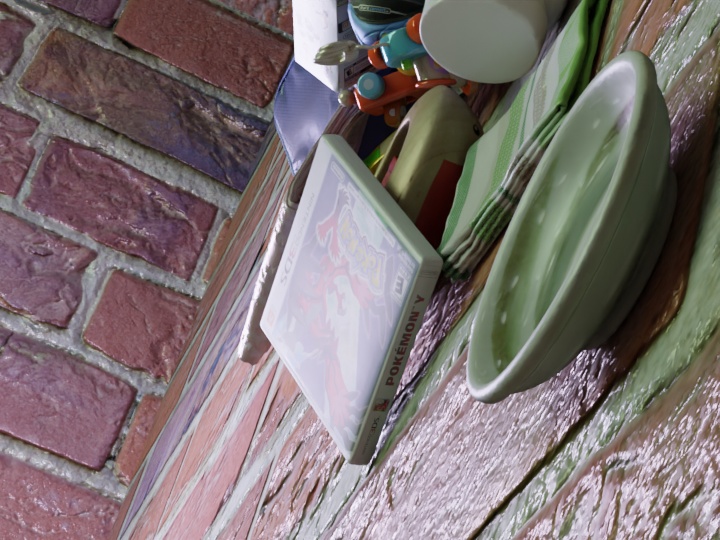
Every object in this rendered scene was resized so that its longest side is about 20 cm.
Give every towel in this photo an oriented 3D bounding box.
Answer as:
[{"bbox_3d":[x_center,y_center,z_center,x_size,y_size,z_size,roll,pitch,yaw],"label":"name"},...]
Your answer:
[{"bbox_3d":[-0.048,-0.039,1.757,0.191,0.032,0.200,-61,-8,-47],"label":"towel"},{"bbox_3d":[0.114,-0.100,1.401,0.200,0.031,0.149,123,168,-47],"label":"towel"}]

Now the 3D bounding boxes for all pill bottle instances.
[{"bbox_3d":[0.116,-0.251,1.533,0.113,0.113,0.200,125,167,-55],"label":"pill bottle"}]

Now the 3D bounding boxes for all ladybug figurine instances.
[{"bbox_3d":[0.043,-0.049,1.564,0.136,0.072,0.200,-92,28,-71],"label":"ladybug figurine"}]

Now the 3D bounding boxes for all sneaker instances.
[{"bbox_3d":[0.079,-0.250,1.637,0.199,0.083,0.071,-22,-2,-15],"label":"sneaker"}]

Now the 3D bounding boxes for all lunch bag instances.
[{"bbox_3d":[0.012,-0.162,1.882,0.200,0.132,0.136,-60,38,41],"label":"lunch bag"}]

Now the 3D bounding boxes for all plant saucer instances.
[{"bbox_3d":[0.119,-0.015,1.025,0.200,0.050,0.201,-90,26,-73],"label":"plant saucer"}]

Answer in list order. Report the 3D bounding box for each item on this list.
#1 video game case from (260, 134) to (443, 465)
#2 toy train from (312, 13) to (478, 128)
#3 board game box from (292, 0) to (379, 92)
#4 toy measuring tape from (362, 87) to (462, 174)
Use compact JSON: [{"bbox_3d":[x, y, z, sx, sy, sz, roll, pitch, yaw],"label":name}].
[{"bbox_3d":[-0.012,0.020,1.514,0.200,0.023,0.183,53,131,50],"label":"video game case"},{"bbox_3d":[0.040,-0.158,1.629,0.200,0.150,0.056,16,-124,-75],"label":"toy train"},{"bbox_3d":[0.014,-0.273,1.686,0.147,0.064,0.200,-33,-35,-27],"label":"board game box"},{"bbox_3d":[0.063,-0.101,1.714,0.200,0.074,0.074,-40,15,16],"label":"toy measuring tape"}]
